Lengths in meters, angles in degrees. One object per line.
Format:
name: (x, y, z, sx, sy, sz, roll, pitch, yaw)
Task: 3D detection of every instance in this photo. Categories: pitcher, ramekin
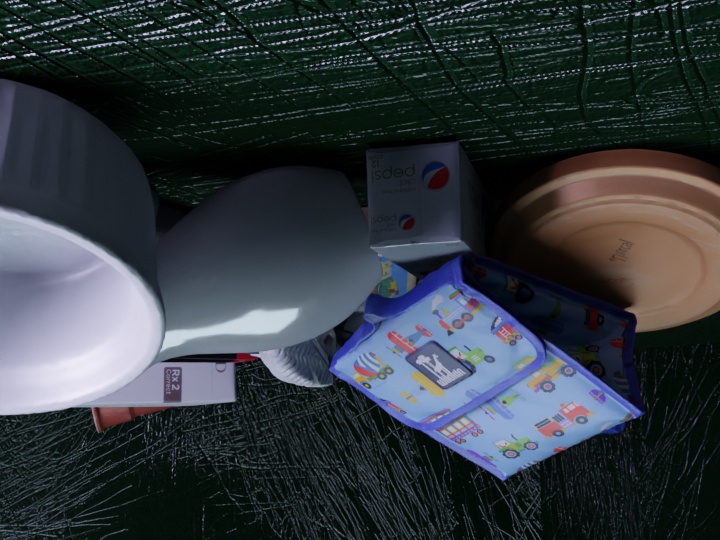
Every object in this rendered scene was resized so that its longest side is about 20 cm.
pitcher: (-0.091, 0.005, 0.700, 0.199, 0.122, 0.172, -22, 180, -3)
ramekin: (-0.205, -0.011, 0.524, 0.199, 0.098, 0.201, -4, 144, -3)

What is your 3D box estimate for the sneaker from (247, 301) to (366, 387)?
sneaker: (-0.077, 0.049, 0.832, 0.129, 0.080, 0.199, -1, -167, 18)

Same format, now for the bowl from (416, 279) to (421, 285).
bowl: (0.126, 0.040, 0.896, 0.199, 0.202, 0.105, -5, 156, 26)

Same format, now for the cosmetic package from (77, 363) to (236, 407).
cosmetic package: (-0.271, 0.084, 1.189, 0.199, 0.166, 0.165, 2, 171, -27)

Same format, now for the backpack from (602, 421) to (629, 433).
backpack: (0.252, 0.097, 1.233, 0.162, 0.202, 0.167, -4, 162, 38)

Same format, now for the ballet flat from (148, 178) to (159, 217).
ballet flat: (-0.203, -0.042, 0.634, 0.067, 0.071, 0.200, -4, 171, 28)

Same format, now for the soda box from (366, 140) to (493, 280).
soda box: (0.058, -0.036, 0.711, 0.063, 0.069, 0.200, -4, 172, 14)

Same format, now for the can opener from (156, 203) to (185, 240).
can opener: (-0.169, -0.024, 0.806, 0.052, 0.067, 0.200, -13, 163, 25)

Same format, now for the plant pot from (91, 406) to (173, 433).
plant pot: (-0.286, 0.113, 1.374, 0.194, 0.203, 0.201, -8, 174, -13)

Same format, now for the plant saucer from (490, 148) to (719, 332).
plant saucer: (0.195, -0.010, 0.716, 0.199, 0.033, 0.201, 7, 144, 5)

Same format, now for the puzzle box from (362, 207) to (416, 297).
puzzle box: (-0.013, 0.002, 0.906, 0.132, 0.026, 0.200, -1, 153, 1)

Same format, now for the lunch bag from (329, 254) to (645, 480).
lunch bag: (0.086, 0.061, 0.726, 0.199, 0.095, 0.150, 28, 137, -25)

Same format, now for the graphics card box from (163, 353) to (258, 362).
graphics card box: (-0.194, 0.022, 0.896, 0.199, 0.127, 0.051, 3, 172, -32)
